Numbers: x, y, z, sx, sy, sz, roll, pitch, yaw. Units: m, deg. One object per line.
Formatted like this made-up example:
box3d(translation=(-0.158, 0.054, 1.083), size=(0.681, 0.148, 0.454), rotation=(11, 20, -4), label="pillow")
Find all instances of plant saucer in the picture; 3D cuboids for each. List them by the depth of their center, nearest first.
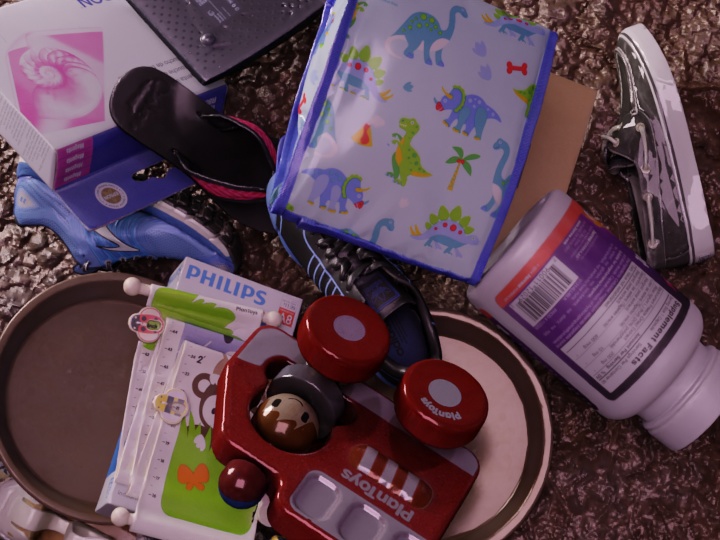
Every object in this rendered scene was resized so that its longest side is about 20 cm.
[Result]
box3d(translation=(0.051, 0.131, 1.148), size=(0.199, 0.029, 0.201), rotation=(-1, 77, 5), label="plant saucer")
box3d(translation=(-0.196, 0.101, 1.151), size=(0.199, 0.029, 0.201), rotation=(5, 73, -18), label="plant saucer")

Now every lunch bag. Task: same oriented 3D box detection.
box3d(translation=(0.035, -0.105, 1.090), size=(0.169, 0.127, 0.201), rotation=(19, 71, -11), label="lunch bag")

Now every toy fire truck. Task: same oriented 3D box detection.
box3d(translation=(-0.015, 0.124, 1.012), size=(0.199, 0.112, 0.168), rotation=(32, 40, 6), label="toy fire truck")

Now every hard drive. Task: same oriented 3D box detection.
box3d(translation=(-0.092, -0.248, 1.225), size=(0.200, 0.042, 0.135), rotation=(-39, 77, -18), label="hard drive")

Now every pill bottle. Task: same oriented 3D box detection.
box3d(translation=(0.189, 0.042, 1.112), size=(0.200, 0.111, 0.112), rotation=(41, 84, -2), label="pill bottle")

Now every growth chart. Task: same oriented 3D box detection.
box3d(translation=(-0.114, 0.111, 1.087), size=(0.144, 0.018, 0.201), rotation=(8, 72, -18), label="growth chart")

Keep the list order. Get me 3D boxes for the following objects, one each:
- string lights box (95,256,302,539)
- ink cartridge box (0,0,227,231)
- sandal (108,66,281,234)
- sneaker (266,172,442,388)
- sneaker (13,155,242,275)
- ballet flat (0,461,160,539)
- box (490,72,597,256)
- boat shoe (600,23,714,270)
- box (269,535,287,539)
box3d(translation=(-0.123, 0.103, 1.128), size=(0.102, 0.059, 0.201), rotation=(20, 68, -14), label="string lights box")
box3d(translation=(-0.205, -0.143, 1.172), size=(0.200, 0.043, 0.196), rotation=(45, 42, 13), label="ink cartridge box")
box3d(translation=(-0.105, -0.089, 1.138), size=(0.199, 0.045, 0.075), rotation=(31, 83, -20), label="sandal")
box3d(translation=(0.000, 0.000, 1.100), size=(0.070, 0.078, 0.200), rotation=(-35, 90, -13), label="sneaker")
box3d(translation=(-0.192, -0.034, 1.198), size=(0.199, 0.079, 0.090), rotation=(21, 103, 3), label="sneaker")
box3d(translation=(-0.232, 0.201, 1.145), size=(0.199, 0.072, 0.072), rotation=(25, 81, 10), label="ballet flat")
box3d(translation=(0.077, -0.104, 1.176), size=(0.199, 0.021, 0.164), rotation=(20, 80, -10), label="box")
box3d(translation=(0.228, -0.099, 1.168), size=(0.063, 0.071, 0.201), rotation=(-13, 79, 1), label="boat shoe")
box3d(translation=(-0.046, 0.240, 1.052), size=(0.064, 0.200, 0.070), rotation=(-44, 77, -4), label="box")
